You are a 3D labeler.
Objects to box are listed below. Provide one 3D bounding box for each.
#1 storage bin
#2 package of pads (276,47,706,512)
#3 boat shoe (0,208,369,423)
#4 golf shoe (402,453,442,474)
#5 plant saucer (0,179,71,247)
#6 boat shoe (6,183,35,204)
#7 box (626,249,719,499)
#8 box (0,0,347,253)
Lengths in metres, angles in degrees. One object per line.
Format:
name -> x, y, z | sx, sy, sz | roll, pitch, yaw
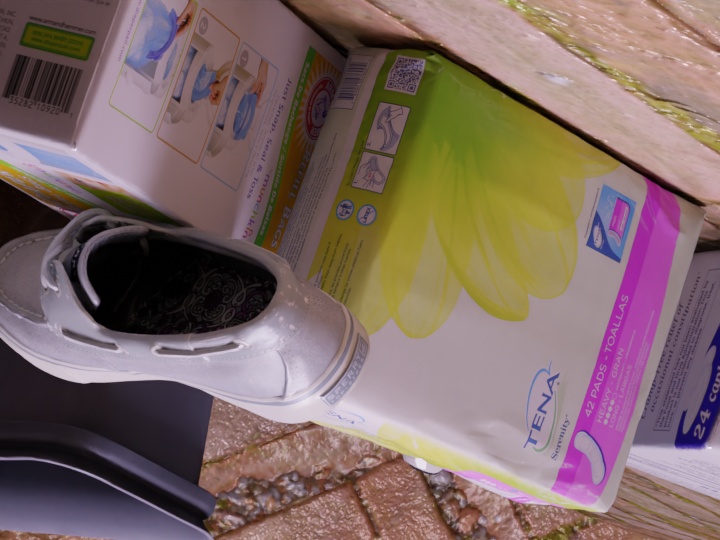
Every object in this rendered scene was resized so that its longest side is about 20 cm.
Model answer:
storage bin -> -0.163, 0.046, 1.297 | 0.200, 0.135, 0.146 | -2, 156, 38
package of pads -> 0.050, 0.011, 1.131 | 0.200, 0.155, 0.068 | 26, 170, -42
boat shoe -> -0.086, 0.005, 1.044 | 0.201, 0.070, 0.072 | 12, 153, 41
golf shoe -> 0.078, 0.046, 1.378 | 0.078, 0.095, 0.200 | 23, -156, 34
plant saucer -> -0.081, -0.021, 1.208 | 0.200, 0.037, 0.200 | -1, -150, 1
boat shoe -> -0.230, -0.091, 1.278 | 0.200, 0.071, 0.069 | 30, -148, 10
box -> 0.225, 0.067, 1.288 | 0.184, 0.105, 0.200 | 21, 172, -14
box -> -0.098, -0.078, 1.071 | 0.112, 0.102, 0.200 | 16, 172, 26
